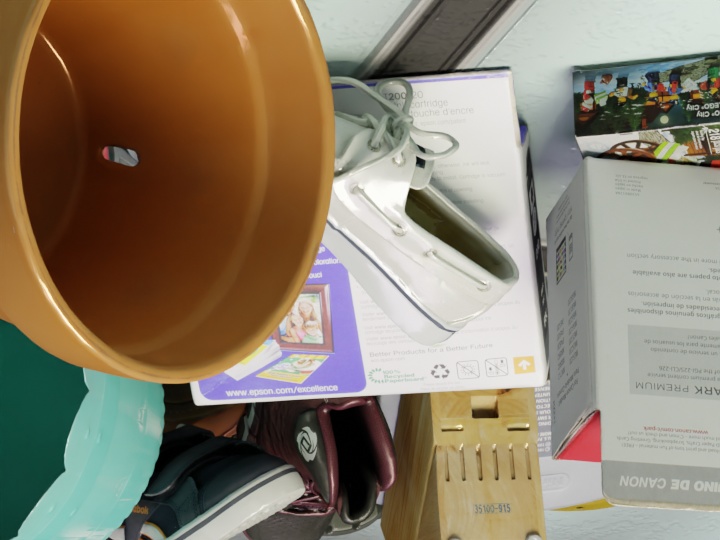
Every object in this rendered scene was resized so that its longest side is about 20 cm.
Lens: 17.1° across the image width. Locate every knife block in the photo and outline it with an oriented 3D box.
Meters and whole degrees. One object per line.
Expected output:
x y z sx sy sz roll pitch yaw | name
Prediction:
0.049 0.136 1.399 0.063 0.202 0.176 0 165 -16 | knife block

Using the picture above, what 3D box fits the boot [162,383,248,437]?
-0.093 0.076 1.519 0.199 0.074 0.154 -19 160 33 | boot

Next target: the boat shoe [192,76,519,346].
0.009 -0.049 1.154 0.086 0.075 0.202 -31 118 25 | boat shoe

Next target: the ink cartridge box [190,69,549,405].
-0.006 -0.022 1.247 0.196 0.044 0.201 -3 127 8 | ink cartridge box

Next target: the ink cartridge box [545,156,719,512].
0.197 0.047 1.177 0.198 0.177 0.084 5 158 -9 | ink cartridge box

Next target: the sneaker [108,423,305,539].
-0.104 0.130 1.397 0.078 0.080 0.200 -24 174 -34 | sneaker

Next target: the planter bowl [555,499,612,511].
0.136 0.104 1.542 0.198 0.084 0.201 1 157 0 | planter bowl

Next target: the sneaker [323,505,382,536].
0.001 0.143 1.636 0.198 0.076 0.079 -1 170 -23 | sneaker

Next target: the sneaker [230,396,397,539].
-0.027 0.124 1.402 0.075 0.116 0.201 -13 135 -19 | sneaker

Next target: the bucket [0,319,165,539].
-0.214 0.074 1.332 0.205 0.209 0.135 -6 165 17 | bucket

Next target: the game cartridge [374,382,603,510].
0.100 0.082 1.428 0.198 0.041 0.134 -4 117 -13 | game cartridge

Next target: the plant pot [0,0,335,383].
-0.125 -0.054 1.043 0.139 0.202 0.200 1 163 39 | plant pot

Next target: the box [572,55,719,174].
0.191 -0.049 1.227 0.135 0.038 0.200 -5 157 14 | box

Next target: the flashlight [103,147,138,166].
-0.184 -0.072 1.146 0.067 0.068 0.200 -10 157 28 | flashlight
